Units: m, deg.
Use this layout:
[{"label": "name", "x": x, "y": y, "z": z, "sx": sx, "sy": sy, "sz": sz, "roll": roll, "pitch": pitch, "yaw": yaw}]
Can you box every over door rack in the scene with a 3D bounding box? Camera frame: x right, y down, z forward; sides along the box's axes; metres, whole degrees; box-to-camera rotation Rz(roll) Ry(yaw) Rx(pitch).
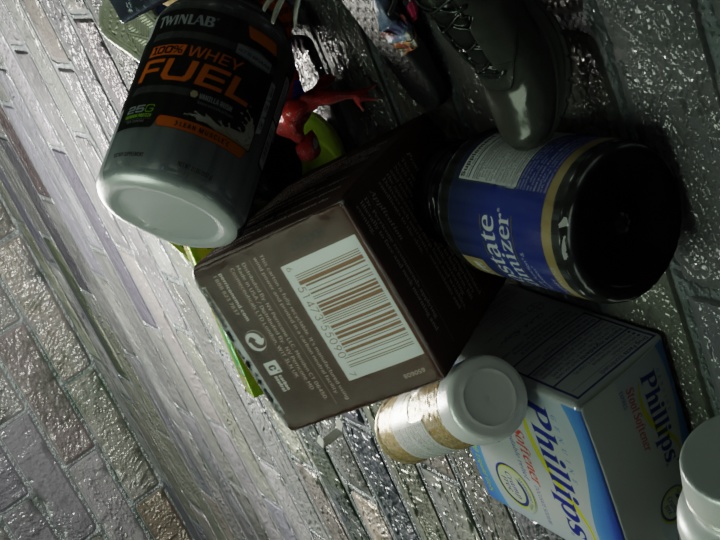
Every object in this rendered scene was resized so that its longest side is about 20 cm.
[{"label": "over door rack", "x": -0.048, "y": 0.092, "z": 1.471, "sx": 0.148, "sy": 0.066, "sz": 0.201, "roll": 44, "pitch": 134, "yaw": 28}]

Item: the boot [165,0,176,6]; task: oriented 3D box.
[{"label": "boot", "x": -0.188, "y": -0.297, "z": 1.252, "sx": 0.200, "sy": 0.066, "sz": 0.176, "roll": 21, "pitch": 139, "yaw": 57}]

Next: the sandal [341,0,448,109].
[{"label": "sandal", "x": 0.020, "y": -0.219, "z": 0.971, "sx": 0.200, "sy": 0.045, "sz": 0.075, "roll": 53, "pitch": 168, "yaw": -33}]

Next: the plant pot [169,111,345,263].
[{"label": "plant pot", "x": -0.091, "y": -0.039, "z": 1.268, "sx": 0.200, "sy": 0.200, "sz": 0.193, "roll": 42, "pitch": 165, "yaw": 31}]

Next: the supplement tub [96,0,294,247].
[{"label": "supplement tub", "x": -0.125, "y": -0.130, "z": 0.961, "sx": 0.122, "sy": 0.201, "sz": 0.123, "roll": 12, "pitch": 158, "yaw": 5}]

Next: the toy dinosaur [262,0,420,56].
[{"label": "toy dinosaur", "x": 0.024, "y": -0.241, "z": 0.849, "sx": 0.105, "sy": 0.200, "sz": 0.181, "roll": 34, "pitch": 176, "yaw": 22}]

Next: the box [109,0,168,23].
[{"label": "box", "x": -0.166, "y": -0.345, "z": 1.014, "sx": 0.196, "sy": 0.117, "sz": 0.201, "roll": -12, "pitch": 112, "yaw": 51}]

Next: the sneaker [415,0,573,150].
[{"label": "sneaker", "x": 0.079, "y": -0.173, "z": 0.798, "sx": 0.076, "sy": 0.090, "sz": 0.201, "roll": 4, "pitch": 115, "yaw": 55}]

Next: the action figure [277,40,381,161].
[{"label": "action figure", "x": -0.050, "y": -0.200, "z": 1.117, "sx": 0.065, "sy": 0.098, "sz": 0.201, "roll": 140, "pitch": 118, "yaw": -70}]

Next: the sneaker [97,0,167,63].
[{"label": "sneaker", "x": -0.157, "y": -0.187, "z": 1.139, "sx": 0.200, "sy": 0.077, "sz": 0.111, "roll": 46, "pitch": -162, "yaw": 28}]

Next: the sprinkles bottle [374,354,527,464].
[{"label": "sprinkles bottle", "x": 0.071, "y": 0.121, "z": 1.012, "sx": 0.068, "sy": 0.068, "sz": 0.200, "roll": 55, "pitch": 158, "yaw": 2}]

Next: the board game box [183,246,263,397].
[{"label": "board game box", "x": -0.119, "y": 0.011, "z": 1.083, "sx": 0.102, "sy": 0.047, "sz": 0.201, "roll": 168, "pitch": 78, "yaw": -81}]

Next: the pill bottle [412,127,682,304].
[{"label": "pill bottle", "x": 0.127, "y": -0.047, "z": 0.880, "sx": 0.200, "sy": 0.112, "sz": 0.112, "roll": 16, "pitch": 136, "yaw": 57}]

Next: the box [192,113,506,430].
[{"label": "box", "x": 0.000, "y": 0.000, "z": 1.016, "sx": 0.164, "sy": 0.200, "sz": 0.167, "roll": -23, "pitch": 104, "yaw": 32}]

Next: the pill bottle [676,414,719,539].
[{"label": "pill bottle", "x": 0.293, "y": 0.206, "z": 0.883, "sx": 0.113, "sy": 0.113, "sz": 0.201, "roll": 29, "pitch": 146, "yaw": 49}]

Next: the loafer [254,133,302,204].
[{"label": "loafer", "x": -0.108, "y": -0.162, "z": 1.162, "sx": 0.072, "sy": 0.073, "sz": 0.201, "roll": -16, "pitch": 71, "yaw": 42}]

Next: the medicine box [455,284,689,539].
[{"label": "medicine box", "x": 0.178, "y": 0.131, "z": 1.033, "sx": 0.200, "sy": 0.103, "sz": 0.183, "roll": 21, "pitch": 140, "yaw": 56}]
